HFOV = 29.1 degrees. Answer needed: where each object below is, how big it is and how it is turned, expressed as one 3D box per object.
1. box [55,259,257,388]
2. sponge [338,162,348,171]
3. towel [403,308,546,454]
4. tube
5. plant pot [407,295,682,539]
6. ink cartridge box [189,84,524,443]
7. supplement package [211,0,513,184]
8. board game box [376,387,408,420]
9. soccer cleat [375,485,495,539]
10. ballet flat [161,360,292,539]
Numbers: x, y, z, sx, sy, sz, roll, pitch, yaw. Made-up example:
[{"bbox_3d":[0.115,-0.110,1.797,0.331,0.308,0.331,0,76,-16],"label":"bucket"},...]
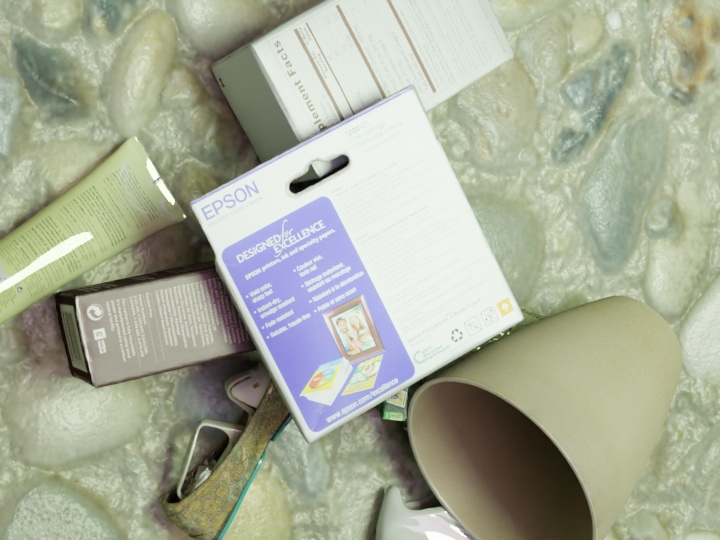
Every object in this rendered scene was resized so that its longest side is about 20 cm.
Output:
[{"bbox_3d":[-0.128,0.032,1.080,0.198,0.100,0.076,-14,95,-20],"label":"box"},{"bbox_3d":[0.000,0.000,1.124,0.030,0.111,0.202,7,87,-19],"label":"sponge"},{"bbox_3d":[0.141,0.107,1.222,0.198,0.036,0.150,19,84,-21],"label":"towel"},{"bbox_3d":[-0.232,-0.019,1.068,0.199,0.052,0.058,-37,142,-21],"label":"tube"},{"bbox_3d":[0.172,0.112,1.133,0.200,0.187,0.188,-37,103,-33],"label":"plant pot"},{"bbox_3d":[-0.002,-0.006,1.042,0.197,0.043,0.201,-28,98,-14],"label":"ink cartridge box"},{"bbox_3d":[0.000,-0.169,1.120,0.199,0.117,0.118,-33,102,-18],"label":"supplement package"},{"bbox_3d":[0.034,0.019,1.142,0.023,0.105,0.202,6,89,-4],"label":"board game box"},{"bbox_3d":[0.110,0.221,1.195,0.198,0.069,0.078,3,86,-19],"label":"soccer cleat"},{"bbox_3d":[-0.092,0.123,1.098,0.070,0.071,0.201,31,96,-19],"label":"ballet flat"}]
